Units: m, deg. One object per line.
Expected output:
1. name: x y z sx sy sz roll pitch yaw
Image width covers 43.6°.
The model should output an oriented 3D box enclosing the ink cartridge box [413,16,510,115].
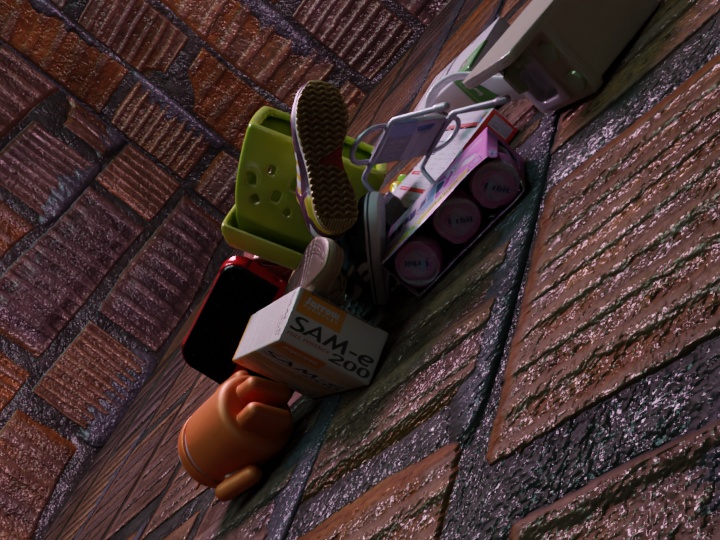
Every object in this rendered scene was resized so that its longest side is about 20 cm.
1. ink cartridge box: 0.182 -0.310 1.526 0.200 0.084 0.146 -35 20 54

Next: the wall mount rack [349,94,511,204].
1. wall mount rack: 0.089 -0.167 1.133 0.200 0.075 0.174 -17 -32 -42

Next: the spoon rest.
1. spoon rest: 0.181 -0.258 1.252 0.199 0.061 0.099 -13 10 19

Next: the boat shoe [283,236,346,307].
1. boat shoe: -0.047 0.016 1.118 0.200 0.065 0.072 129 155 -63

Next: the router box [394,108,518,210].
1. router box: 0.130 -0.150 1.327 0.180 0.049 0.200 -52 11 1

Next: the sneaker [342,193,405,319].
1. sneaker: 0.002 0.000 1.321 0.203 0.077 0.146 -66 5 -17

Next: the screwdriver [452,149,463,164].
1. screwdriver: 0.094 -0.083 1.193 0.029 0.028 0.200 -60 -3 -42

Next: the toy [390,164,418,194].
1. toy: 0.034 -0.082 1.499 0.200 0.047 0.115 -55 8 -31

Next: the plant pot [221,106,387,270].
1. plant pot: -0.086 -0.107 1.286 0.200 0.198 0.182 -89 20 -74

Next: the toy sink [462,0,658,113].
1. toy sink: 0.244 -0.273 1.101 0.200 0.112 0.130 -50 10 -16

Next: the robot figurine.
1. robot figurine: -0.168 0.218 1.197 0.200 0.144 0.117 -43 -12 37

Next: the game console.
1. game console: -0.149 0.093 1.272 0.200 0.177 0.031 -59 2 28

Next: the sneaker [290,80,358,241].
1. sneaker: -0.055 -0.132 1.112 0.090 0.075 0.201 144 123 -65

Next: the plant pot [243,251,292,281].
1. plant pot: -0.131 -0.043 1.714 0.201 0.200 0.196 -39 25 47

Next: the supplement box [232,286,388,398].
1. supplement box: -0.068 0.097 1.129 0.200 0.126 0.074 -30 35 63

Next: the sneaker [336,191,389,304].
1. sneaker: -0.005 -0.023 1.154 0.200 0.079 0.079 86 -170 -51

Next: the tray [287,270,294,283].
1. tray: -0.065 0.044 1.359 0.037 0.099 0.200 -34 18 24

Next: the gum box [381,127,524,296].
1. gum box: 0.117 -0.076 1.101 0.200 0.066 0.114 -46 12 24
